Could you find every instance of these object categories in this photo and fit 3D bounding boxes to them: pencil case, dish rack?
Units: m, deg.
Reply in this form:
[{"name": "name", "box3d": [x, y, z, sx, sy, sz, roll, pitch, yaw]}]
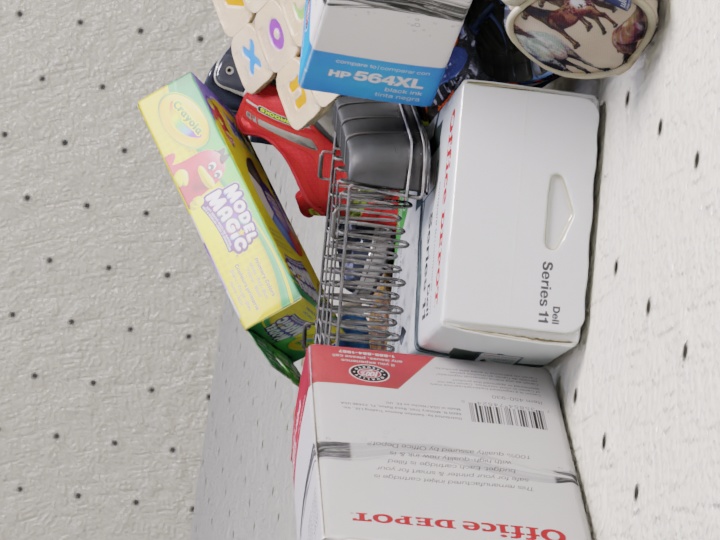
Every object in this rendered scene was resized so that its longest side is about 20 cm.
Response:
[{"name": "pencil case", "box3d": [0.117, -0.206, 1.416, 0.089, 0.077, 0.201, 38, -133, -47]}, {"name": "dish rack", "box3d": [0.000, 0.000, 1.604, 0.154, 0.054, 0.202, -101, 16, -73]}]

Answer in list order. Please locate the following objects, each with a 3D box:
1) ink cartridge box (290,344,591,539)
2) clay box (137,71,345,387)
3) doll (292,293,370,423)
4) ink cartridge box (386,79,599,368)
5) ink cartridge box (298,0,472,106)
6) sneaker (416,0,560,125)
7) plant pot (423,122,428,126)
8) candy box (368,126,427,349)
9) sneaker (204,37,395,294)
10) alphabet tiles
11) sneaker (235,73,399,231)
[{"name": "ink cartridge box", "box3d": [0.039, 0.130, 1.452, 0.200, 0.146, 0.083, -96, 14, -62]}, {"name": "clay box", "box3d": [-0.071, -0.021, 1.750, 0.201, 0.047, 0.115, 62, -174, 18]}, {"name": "doll", "box3d": [-0.012, 0.084, 1.823, 0.200, 0.048, 0.138, -154, 74, -82]}, {"name": "ink cartridge box", "box3d": [0.074, -0.017, 1.565, 0.200, 0.082, 0.148, 131, 146, -76]}, {"name": "ink cartridge box", "box3d": [0.026, -0.205, 1.470, 0.200, 0.084, 0.147, 114, 164, -61]}, {"name": "sneaker", "box3d": [0.098, -0.141, 1.553, 0.200, 0.078, 0.076, -19, 86, 64]}, {"name": "plant pot", "box3d": [0.030, -0.206, 1.763, 0.201, 0.199, 0.194, 107, 155, -52]}, {"name": "candy box", "box3d": [0.043, -0.003, 1.883, 0.115, 0.055, 0.202, 134, 142, -77]}, {"name": "sneaker", "box3d": [-0.043, -0.079, 1.858, 0.077, 0.145, 0.204, 118, 158, -59]}, {"name": "alphabet tiles", "box3d": [-0.054, -0.193, 1.676, 0.196, 0.015, 0.201, -36, 72, 65]}, {"name": "sneaker", "box3d": [0.000, -0.059, 1.785, 0.085, 0.200, 0.077, -44, 7, 22]}]
